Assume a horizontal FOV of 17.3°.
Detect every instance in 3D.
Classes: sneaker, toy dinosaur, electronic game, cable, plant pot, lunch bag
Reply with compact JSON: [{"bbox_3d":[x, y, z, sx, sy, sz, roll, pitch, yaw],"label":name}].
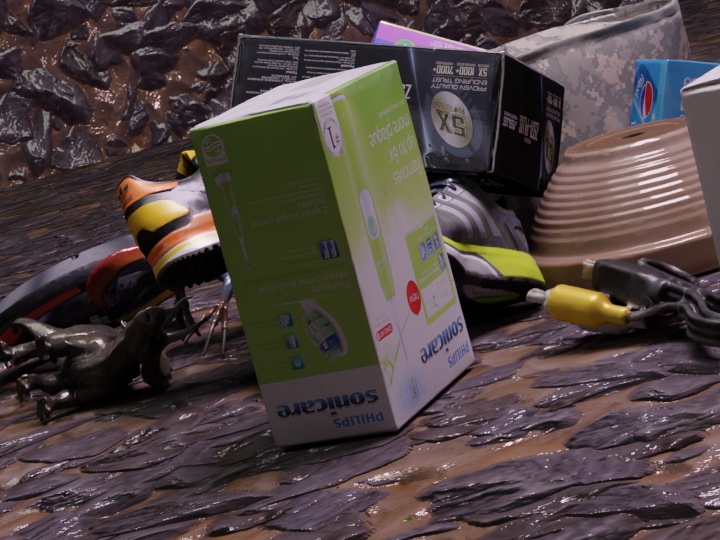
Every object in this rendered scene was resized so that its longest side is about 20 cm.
[{"bbox_3d":[0.047,-0.025,1.591,0.074,0.081,0.200,-25,-24,29],"label":"sneaker"},{"bbox_3d":[-0.121,-0.013,1.825,0.181,0.200,0.105,16,-25,-29],"label":"toy dinosaur"},{"bbox_3d":[-0.212,0.023,1.899,0.200,0.042,0.200,-25,-11,-5],"label":"electronic game"},{"bbox_3d":[-0.199,0.067,1.729,0.102,0.077,0.200,-6,-1,-29],"label":"toy dinosaur"},{"bbox_3d":[0.192,0.029,1.435,0.097,0.050,0.200,0,13,-31],"label":"cable"},{"bbox_3d":[0.204,-0.053,1.683,0.200,0.093,0.201,-14,9,2],"label":"plant pot"},{"bbox_3d":[-0.083,-0.054,1.664,0.200,0.090,0.070,-20,-18,-45],"label":"sneaker"},{"bbox_3d":[0.180,-0.112,1.851,0.200,0.164,0.118,-19,11,-24],"label":"lunch bag"}]

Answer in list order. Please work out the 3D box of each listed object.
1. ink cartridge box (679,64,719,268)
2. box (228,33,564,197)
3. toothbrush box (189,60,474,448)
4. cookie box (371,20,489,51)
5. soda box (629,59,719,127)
[{"bbox_3d":[0.282,-0.072,1.498,0.084,0.146,0.200,-10,9,28],"label":"ink cartridge box"},{"bbox_3d":[0.028,-0.109,1.695,0.200,0.086,0.164,6,-3,19],"label":"box"},{"bbox_3d":[-0.014,-0.012,1.434,0.086,0.200,0.146,-10,10,24],"label":"toothbrush box"},{"bbox_3d":[0.075,-0.128,2.003,0.171,0.075,0.200,16,-13,-3],"label":"cookie box"},{"bbox_3d":[0.308,-0.118,1.795,0.200,0.068,0.064,4,4,-15],"label":"soda box"}]
